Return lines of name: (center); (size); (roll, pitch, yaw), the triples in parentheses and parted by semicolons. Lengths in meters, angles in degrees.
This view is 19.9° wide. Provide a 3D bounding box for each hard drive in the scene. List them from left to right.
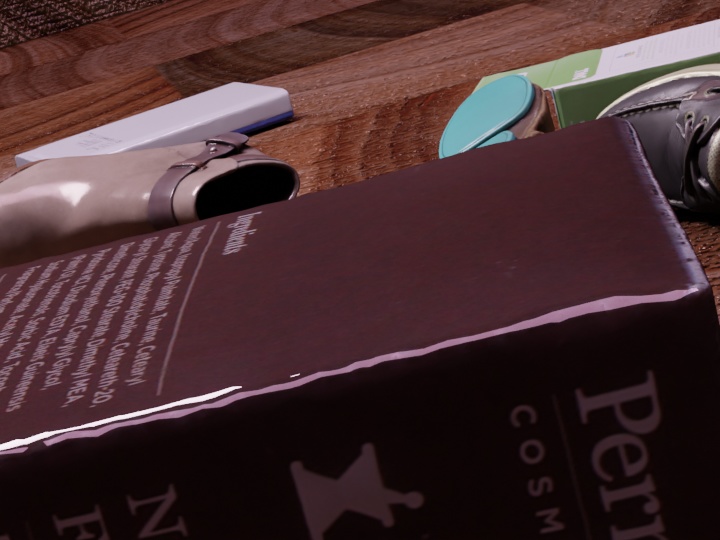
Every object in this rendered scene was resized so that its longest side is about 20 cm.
hard drive: (-0.168, -0.108, 1.653); (0.199, 0.026, 0.132); (-21, 15, -20)

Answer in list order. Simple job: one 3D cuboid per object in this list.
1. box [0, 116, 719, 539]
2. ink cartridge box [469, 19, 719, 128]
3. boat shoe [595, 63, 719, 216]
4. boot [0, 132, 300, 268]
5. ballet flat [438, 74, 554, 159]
box: (-0.011, 0.080, 0.463); (0.198, 0.167, 0.164); (-14, 14, 6)
ink cartridge box: (0.167, -0.099, 1.194); (0.198, 0.060, 0.104); (-12, 14, 13)
boat shoe: (0.188, -0.061, 0.999); (0.200, 0.072, 0.066); (2, 16, 38)
boot: (-0.141, -0.039, 1.274); (0.199, 0.071, 0.146); (-27, 20, -37)
ballet flat: (0.080, -0.046, 1.053); (0.068, 0.073, 0.200); (-31, 12, 9)
